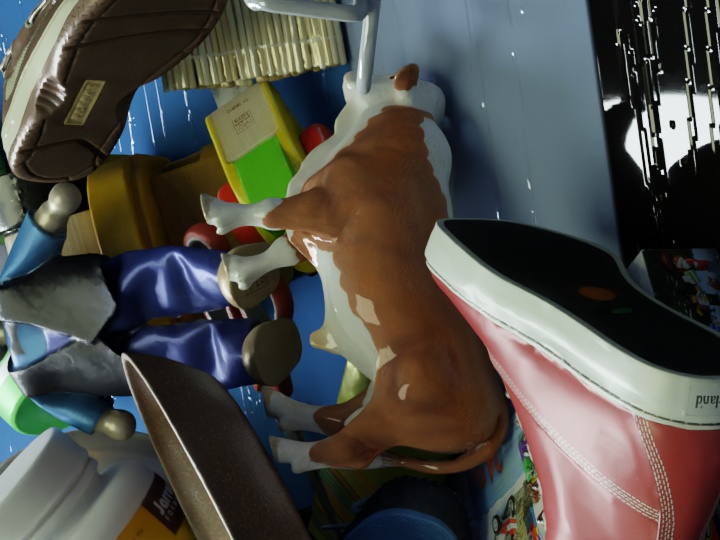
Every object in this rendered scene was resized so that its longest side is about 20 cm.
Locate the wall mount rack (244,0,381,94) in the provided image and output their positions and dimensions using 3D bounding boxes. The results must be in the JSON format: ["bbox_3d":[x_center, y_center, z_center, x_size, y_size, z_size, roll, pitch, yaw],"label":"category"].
[{"bbox_3d":[-0.017,-0.187,1.118,0.174,0.074,0.201,-94,11,-76],"label":"wall mount rack"}]

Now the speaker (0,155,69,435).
[{"bbox_3d":[-0.229,0.005,1.568,0.200,0.088,0.089,57,146,27],"label":"speaker"}]

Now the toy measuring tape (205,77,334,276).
[{"bbox_3d":[-0.045,-0.063,1.262,0.200,0.073,0.074,-113,26,-46],"label":"toy measuring tape"}]

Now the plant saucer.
[{"bbox_3d":[-0.051,0.121,1.151,0.201,0.037,0.201,60,170,17],"label":"plant saucer"}]

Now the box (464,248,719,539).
[{"bbox_3d":[0.110,0.100,1.057,0.200,0.037,0.137,123,141,-53],"label":"box"}]

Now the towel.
[{"bbox_3d":[0.018,0.089,1.265,0.086,0.018,0.201,47,140,33],"label":"towel"}]

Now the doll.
[{"bbox_3d":[-0.129,0.022,1.232,0.199,0.048,0.137,-7,108,32],"label":"doll"}]

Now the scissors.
[{"bbox_3d":[-0.046,0.062,1.275,0.073,0.014,0.201,22,140,39],"label":"scissors"}]

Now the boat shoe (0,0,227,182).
[{"bbox_3d":[-0.127,-0.125,1.202,0.202,0.074,0.075,-44,51,44],"label":"boat shoe"}]

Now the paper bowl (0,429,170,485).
[{"bbox_3d":[-0.138,0.186,1.387,0.104,0.200,0.202,-32,76,57],"label":"paper bowl"}]

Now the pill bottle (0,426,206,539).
[{"bbox_3d":[-0.108,0.174,1.280,0.200,0.109,0.109,42,151,-10],"label":"pill bottle"}]

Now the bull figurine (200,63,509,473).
[{"bbox_3d":[0.000,0.000,1.130,0.065,0.121,0.201,74,179,-72],"label":"bull figurine"}]

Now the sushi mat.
[{"bbox_3d":[-0.070,-0.189,1.219,0.012,0.095,0.201,-50,-50,-77],"label":"sushi mat"}]

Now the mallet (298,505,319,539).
[{"bbox_3d":[-0.010,0.230,1.363,0.066,0.041,0.201,-33,71,56],"label":"mallet"}]

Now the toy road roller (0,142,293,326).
[{"bbox_3d":[-0.108,-0.010,1.353,0.200,0.145,0.124,-13,-94,-83],"label":"toy road roller"}]

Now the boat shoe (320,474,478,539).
[{"bbox_3d":[0.018,0.149,1.209,0.084,0.069,0.200,23,145,5],"label":"boat shoe"}]

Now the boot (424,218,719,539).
[{"bbox_3d":[0.077,0.069,1.001,0.200,0.072,0.145,42,129,55],"label":"boot"}]
